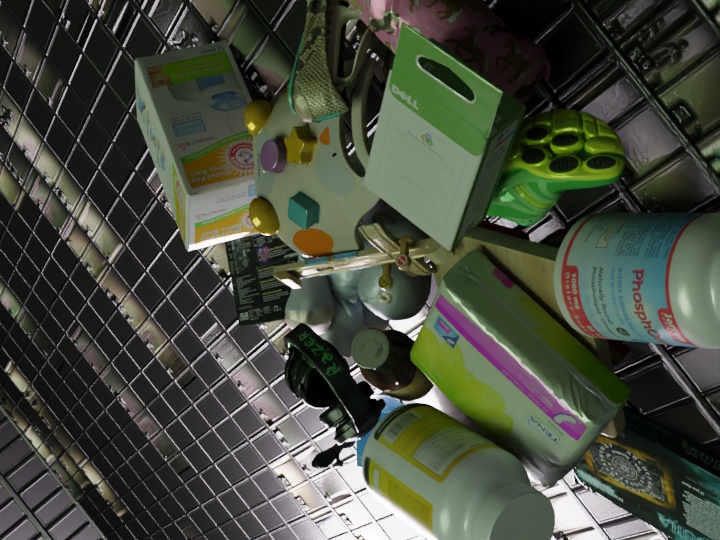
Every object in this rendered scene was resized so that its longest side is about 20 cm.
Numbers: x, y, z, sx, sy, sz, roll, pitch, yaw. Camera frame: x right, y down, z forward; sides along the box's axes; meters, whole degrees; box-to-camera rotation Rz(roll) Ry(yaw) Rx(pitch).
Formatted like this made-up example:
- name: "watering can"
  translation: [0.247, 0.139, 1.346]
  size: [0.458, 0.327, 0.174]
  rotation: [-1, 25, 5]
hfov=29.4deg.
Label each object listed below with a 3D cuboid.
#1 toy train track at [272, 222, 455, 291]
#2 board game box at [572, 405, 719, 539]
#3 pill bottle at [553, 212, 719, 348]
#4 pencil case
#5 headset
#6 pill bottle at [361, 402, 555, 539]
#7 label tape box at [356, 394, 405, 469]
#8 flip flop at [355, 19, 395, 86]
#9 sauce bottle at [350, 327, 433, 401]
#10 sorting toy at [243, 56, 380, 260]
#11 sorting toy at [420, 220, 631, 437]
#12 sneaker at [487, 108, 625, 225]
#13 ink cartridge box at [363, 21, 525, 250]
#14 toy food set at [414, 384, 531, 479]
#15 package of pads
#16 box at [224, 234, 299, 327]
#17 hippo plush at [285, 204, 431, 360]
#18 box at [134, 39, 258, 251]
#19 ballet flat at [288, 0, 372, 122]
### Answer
- name: "toy train track"
  translation: [0.000, 0.000, 1.338]
  size: [0.198, 0.033, 0.114]
  rotation: [-9, 152, 31]
- name: "board game box"
  translation: [0.298, 0.208, 1.388]
  size: [0.199, 0.028, 0.137]
  rotation: [28, 144, 35]
- name: "pill bottle"
  translation: [0.262, 0.007, 1.131]
  size: [0.199, 0.108, 0.110]
  rotation: [3, 126, 54]
- name: "pencil case"
  translation: [0.072, -0.211, 1.185]
  size: [0.200, 0.083, 0.087]
  rotation: [46, 133, 11]
- name: "headset"
  translation: [-0.036, 0.138, 1.424]
  size: [0.124, 0.094, 0.201]
  rotation: [45, 168, 31]
- name: "pill bottle"
  translation: [0.095, 0.211, 1.324]
  size: [0.199, 0.111, 0.113]
  rotation: [28, 145, 53]
- name: "label tape box"
  translation: [0.064, 0.205, 1.512]
  size: [0.198, 0.064, 0.144]
  rotation: [29, 163, -24]
- name: "flip flop"
  translation: [0.062, -0.159, 1.283]
  size: [0.201, 0.057, 0.081]
  rotation: [55, 151, -6]
- name: "sauce bottle"
  translation: [0.034, 0.096, 1.418]
  size: [0.066, 0.066, 0.200]
  rotation: [42, -179, 16]
- name: "sorting toy"
  translation: [-0.027, -0.120, 1.317]
  size: [0.179, 0.105, 0.203]
  rotation: [-20, 72, 57]
- name: "sorting toy"
  translation: [0.173, 0.039, 1.336]
  size: [0.197, 0.069, 0.202]
  rotation: [18, 137, 45]
- name: "sneaker"
  translation: [0.157, -0.088, 1.221]
  size: [0.198, 0.075, 0.083]
  rotation: [-4, 145, 45]
- name: "ink cartridge box"
  translation: [0.072, -0.120, 1.139]
  size: [0.103, 0.059, 0.201]
  rotation: [38, 147, 17]
- name: "toy food set"
  translation: [0.137, 0.156, 1.545]
  size: [0.199, 0.061, 0.144]
  rotation: [8, 141, 53]
- name: "package of pads"
  translation: [0.144, 0.098, 1.302]
  size: [0.200, 0.068, 0.155]
  rotation: [44, 150, 15]
- name: "box"
  translation: [-0.098, -0.022, 1.614]
  size: [0.199, 0.043, 0.163]
  rotation: [-14, 86, 59]
- name: "hippo plush"
  translation: [0.021, -0.011, 1.469]
  size: [0.159, 0.158, 0.203]
  rotation: [-11, 73, 39]
- name: "box"
  translation: [-0.169, -0.138, 1.512]
  size: [0.102, 0.111, 0.202]
  rotation: [101, 150, -55]
- name: "ballet flat"
  translation: [-0.022, -0.233, 1.261]
  size: [0.074, 0.203, 0.068]
  rotation: [-4, 164, 22]
